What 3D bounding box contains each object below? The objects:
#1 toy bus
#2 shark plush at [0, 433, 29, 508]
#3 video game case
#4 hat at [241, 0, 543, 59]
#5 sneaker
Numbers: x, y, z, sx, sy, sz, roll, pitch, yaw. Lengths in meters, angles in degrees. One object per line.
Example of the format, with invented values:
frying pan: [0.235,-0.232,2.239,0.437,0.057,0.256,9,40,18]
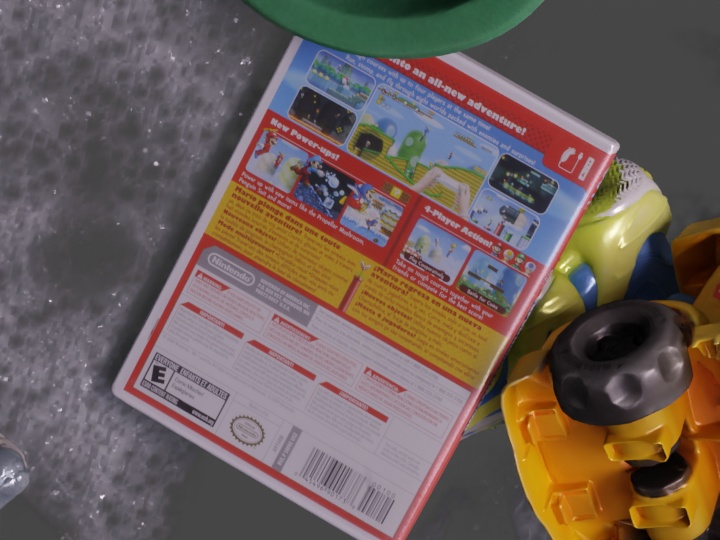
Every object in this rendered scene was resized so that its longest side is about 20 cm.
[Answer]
toy bus: [0.178,0.031,1.217,0.199,0.193,0.136,-8,127,23]
shark plush: [-0.235,0.101,1.150,0.199,0.083,0.091,-14,118,-18]
video game case: [0.000,0.000,1.201,0.142,0.017,0.201,30,101,7]
hat: [0.040,-0.195,1.179,0.199,0.176,0.167,7,118,14]
sneaker: [0.074,0.047,1.269,0.200,0.076,0.105,-42,123,-3]
